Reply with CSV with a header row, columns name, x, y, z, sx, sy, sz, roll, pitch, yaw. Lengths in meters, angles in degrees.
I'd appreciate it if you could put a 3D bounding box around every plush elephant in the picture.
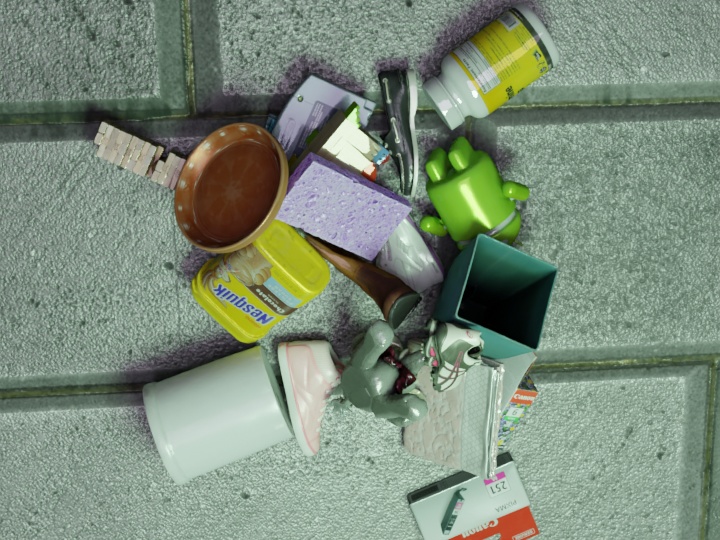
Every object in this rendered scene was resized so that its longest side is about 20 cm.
name,x,y,z,sx,sy,sz,roll,pitch,yaw
plush elephant,0.053,0.168,1.713,0.200,0.154,0.166,-38,79,45

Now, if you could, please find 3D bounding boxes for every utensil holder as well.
name,x,y,z,sx,sy,sz,roll,pitch,yaw
utensil holder,-0.227,0.228,1.714,0.199,0.170,0.171,-21,106,-1

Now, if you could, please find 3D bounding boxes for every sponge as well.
name,x,y,z,sx,sy,sz,roll,pitch,yaw
sponge,-0.027,-0.093,1.596,0.199,0.030,0.112,23,118,-35

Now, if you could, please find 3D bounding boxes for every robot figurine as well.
name,x,y,z,sx,sy,sz,roll,pitch,yaw
robot figurine,0.180,-0.108,1.692,0.174,0.116,0.201,-23,108,25

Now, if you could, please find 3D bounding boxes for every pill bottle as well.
name,x,y,z,sx,sy,sz,roll,pitch,yaw
pill bottle,0.198,-0.310,1.644,0.199,0.113,0.113,-35,105,5

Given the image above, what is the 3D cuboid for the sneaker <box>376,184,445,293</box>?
name,x,y,z,sx,sy,sz,roll,pitch,yaw
sneaker,0.053,-0.045,1.718,0.099,0.075,0.201,-32,104,7

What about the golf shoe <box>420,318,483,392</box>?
name,x,y,z,sx,sy,sz,roll,pitch,yaw
golf shoe,0.147,0.137,1.622,0.087,0.200,0.078,1,67,12

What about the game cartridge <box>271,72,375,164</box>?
name,x,y,z,sx,sy,sz,roll,pitch,yaw
game cartridge,-0.075,-0.197,1.663,0.132,0.042,0.201,24,103,-8

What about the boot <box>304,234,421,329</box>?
name,x,y,z,sx,sy,sz,roll,pitch,yaw
boot,0.000,0.000,1.639,0.199,0.188,0.069,37,103,5

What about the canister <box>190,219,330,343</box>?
name,x,y,z,sx,sy,sz,roll,pitch,yaw
canister,-0.155,0.015,1.650,0.148,0.087,0.200,44,137,-11

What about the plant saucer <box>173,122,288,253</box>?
name,x,y,z,sx,sy,sz,roll,pitch,yaw
plant saucer,-0.190,-0.121,1.581,0.201,0.200,0.032,-48,145,8

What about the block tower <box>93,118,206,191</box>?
name,x,y,z,sx,sy,sz,roll,pitch,yaw
block tower,-0.315,-0.168,1.660,0.199,0.058,0.054,25,100,-10

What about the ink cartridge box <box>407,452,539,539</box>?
name,x,y,z,sx,sy,sz,roll,pitch,yaw
ink cartridge box,0.204,0.438,1.875,0.199,0.044,0.175,-23,104,1

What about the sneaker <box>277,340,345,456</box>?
name,x,y,z,sx,sy,sz,roll,pitch,yaw
sneaker,-0.068,0.209,1.770,0.104,0.075,0.202,-11,101,3

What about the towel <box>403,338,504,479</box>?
name,x,y,z,sx,sy,sz,roll,pitch,yaw
towel,0.147,0.228,1.755,0.032,0.190,0.202,-9,106,-46

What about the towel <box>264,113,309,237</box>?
name,x,y,z,sx,sy,sz,roll,pitch,yaw
towel,-0.110,-0.133,1.707,0.146,0.022,0.201,19,102,-9

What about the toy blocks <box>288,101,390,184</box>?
name,x,y,z,sx,sy,sz,roll,pitch,yaw
toy blocks,-0.026,-0.142,1.628,0.136,0.100,0.200,36,101,-26

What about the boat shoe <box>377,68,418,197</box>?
name,x,y,z,sx,sy,sz,roll,pitch,yaw
boat shoe,0.060,-0.215,1.675,0.060,0.074,0.202,-4,102,-5

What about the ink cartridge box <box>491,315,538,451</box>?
name,x,y,z,sx,sy,sz,roll,pitch,yaw
ink cartridge box,0.239,0.186,1.747,0.050,0.109,0.201,11,122,-27

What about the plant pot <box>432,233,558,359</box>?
name,x,y,z,sx,sy,sz,roll,pitch,yaw
plant pot,0.190,0.058,1.685,0.140,0.200,0.142,23,68,-12
